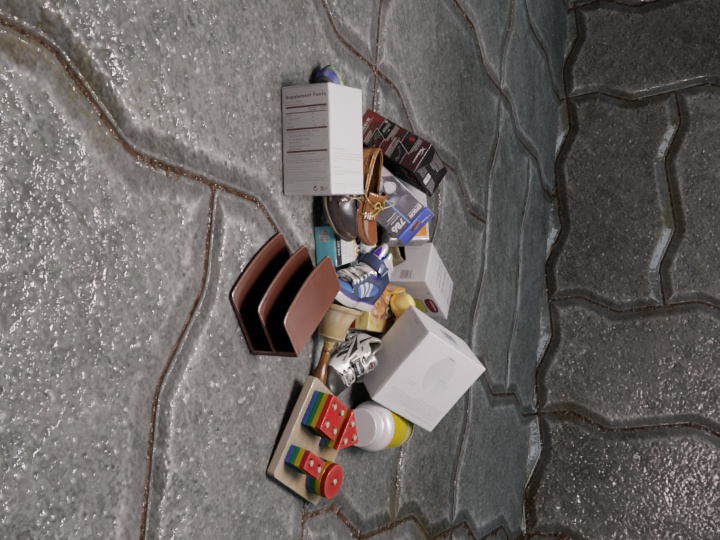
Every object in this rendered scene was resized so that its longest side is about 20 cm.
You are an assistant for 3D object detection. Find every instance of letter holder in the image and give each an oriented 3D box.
[{"bbox_3d":[-0.132,0.034,1.391,0.201,0.099,0.144,-58,139,-47],"label":"letter holder"}]

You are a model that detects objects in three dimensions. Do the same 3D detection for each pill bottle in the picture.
[{"bbox_3d":[0.040,0.351,1.754,0.199,0.109,0.114,16,77,-64],"label":"pill bottle"}]

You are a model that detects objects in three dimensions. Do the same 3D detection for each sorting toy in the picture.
[{"bbox_3d":[-0.075,0.345,1.526,0.203,0.068,0.199,-67,148,-22],"label":"sorting toy"}]

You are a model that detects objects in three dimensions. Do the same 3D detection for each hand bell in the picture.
[{"bbox_3d":[-0.070,0.168,1.567,0.104,0.102,0.204,20,85,-63],"label":"hand bell"}]

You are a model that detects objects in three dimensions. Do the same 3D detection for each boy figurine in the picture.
[{"bbox_3d":[0.106,0.145,1.813,0.123,0.064,0.203,-29,123,-27],"label":"boy figurine"}]

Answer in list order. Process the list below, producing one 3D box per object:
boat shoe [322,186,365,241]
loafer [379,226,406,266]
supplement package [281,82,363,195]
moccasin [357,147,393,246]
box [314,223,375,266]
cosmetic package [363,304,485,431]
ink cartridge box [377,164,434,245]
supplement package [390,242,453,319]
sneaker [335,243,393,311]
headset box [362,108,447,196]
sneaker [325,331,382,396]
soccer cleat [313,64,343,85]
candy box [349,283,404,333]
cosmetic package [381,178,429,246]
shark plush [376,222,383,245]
[{"bbox_3d":[-0.032,-0.160,1.561,0.074,0.073,0.204,10,64,-49],"label":"boat shoe"},{"bbox_3d":[0.086,-0.106,1.873,0.076,0.066,0.205,-4,95,-64],"label":"loafer"},{"bbox_3d":[-0.071,-0.245,1.472,0.116,0.115,0.205,-7,98,-57],"label":"supplement package"},{"bbox_3d":[0.024,-0.154,1.623,0.073,0.076,0.206,-1,94,-63],"label":"moccasin"},{"bbox_3d":[-0.029,-0.063,1.656,0.199,0.048,0.084,-18,107,-63],"label":"box"},{"bbox_3d":[0.135,0.223,1.750,0.198,0.123,0.201,34,101,-32],"label":"cosmetic package"},{"bbox_3d":[0.068,-0.147,1.703,0.199,0.100,0.039,40,9,-20],"label":"ink cartridge box"},{"bbox_3d":[0.153,0.030,1.970,0.201,0.112,0.111,54,43,-51],"label":"supplement package"},{"bbox_3d":[0.000,0.000,1.616,0.199,0.080,0.148,23,96,-59],"label":"sneaker"},{"bbox_3d":[0.078,-0.260,1.689,0.076,0.199,0.149,-55,154,-2],"label":"headset box"},{"bbox_3d":[-0.013,0.202,1.665,0.201,0.087,0.075,-55,140,-47],"label":"sneaker"},{"bbox_3d":[-0.040,-0.330,1.602,0.084,0.063,0.202,-67,147,-41],"label":"soccer cleat"},{"bbox_3d":[0.041,0.086,1.801,0.199,0.054,0.118,20,76,-64],"label":"candy box"},{"bbox_3d":[0.099,-0.162,1.808,0.071,0.099,0.204,139,-52,-73],"label":"cosmetic package"},{"bbox_3d":[0.036,-0.153,1.774,0.084,0.089,0.202,-106,174,-59],"label":"shark plush"}]
